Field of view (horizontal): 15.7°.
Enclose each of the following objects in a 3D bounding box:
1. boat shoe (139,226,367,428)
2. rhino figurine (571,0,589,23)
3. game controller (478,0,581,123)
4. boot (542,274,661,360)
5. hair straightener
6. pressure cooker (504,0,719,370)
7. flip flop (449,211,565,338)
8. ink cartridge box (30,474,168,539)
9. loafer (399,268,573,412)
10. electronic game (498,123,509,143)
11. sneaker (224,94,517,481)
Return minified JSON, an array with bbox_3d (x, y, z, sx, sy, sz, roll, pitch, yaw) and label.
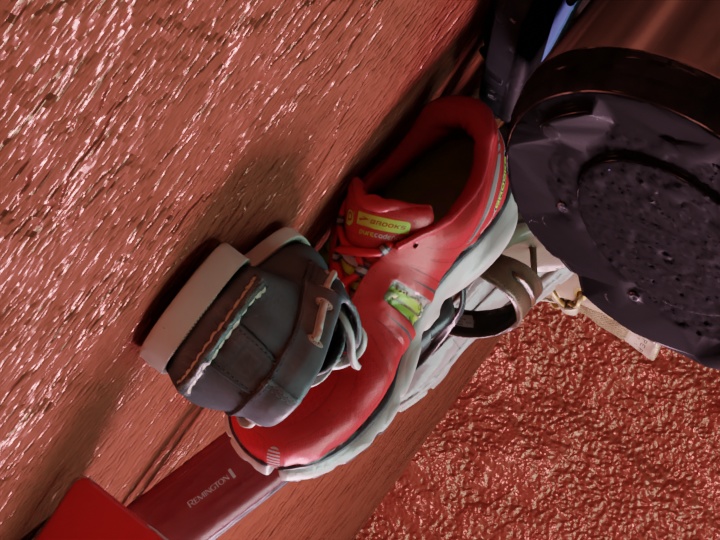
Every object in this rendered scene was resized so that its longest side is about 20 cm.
[{"bbox_3d":[-0.033,0.029,1.001,0.073,0.062,0.200,-54,174,4],"label":"boat shoe"},{"bbox_3d":[0.136,-0.148,1.331,0.088,0.060,0.200,-58,-179,0],"label":"rhino figurine"},{"bbox_3d":[0.088,-0.130,1.147,0.105,0.042,0.200,-53,175,-8],"label":"game controller"},{"bbox_3d":[0.112,0.014,1.592,0.201,0.155,0.073,-53,174,-5],"label":"boot"},{"bbox_3d":[-0.027,0.066,1.216,0.200,0.041,0.077,-43,174,-7],"label":"hair straightener"},{"bbox_3d":[0.176,-0.081,1.102,0.200,0.179,0.176,-51,-171,-29],"label":"pressure cooker"},{"bbox_3d":[0.054,0.007,1.303,0.081,0.058,0.200,-21,176,31],"label":"flip flop"},{"bbox_3d":[-0.107,0.179,1.018,0.201,0.116,0.067,-55,173,18],"label":"ink cartridge box"},{"bbox_3d":[0.037,0.021,1.518,0.200,0.070,0.070,-40,-158,-9],"label":"loafer"},{"bbox_3d":[0.104,-0.065,1.308,0.199,0.042,0.200,-26,180,0],"label":"electronic game"},{"bbox_3d":[0.000,0.000,1.152,0.201,0.077,0.085,-56,157,-27],"label":"sneaker"}]
